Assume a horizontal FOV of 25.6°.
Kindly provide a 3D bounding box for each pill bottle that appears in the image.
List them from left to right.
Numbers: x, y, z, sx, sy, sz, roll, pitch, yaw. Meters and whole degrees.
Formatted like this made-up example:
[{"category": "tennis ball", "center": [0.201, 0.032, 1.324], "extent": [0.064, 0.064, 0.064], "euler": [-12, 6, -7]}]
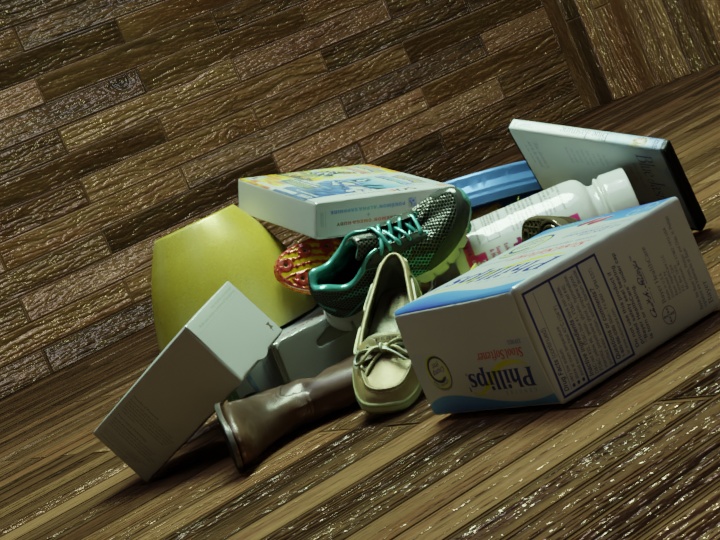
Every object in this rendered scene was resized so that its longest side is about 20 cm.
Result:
[{"category": "pill bottle", "center": [0.202, -0.027, 1.680], "extent": [0.198, 0.114, 0.113], "euler": [-23, 5, 6]}]

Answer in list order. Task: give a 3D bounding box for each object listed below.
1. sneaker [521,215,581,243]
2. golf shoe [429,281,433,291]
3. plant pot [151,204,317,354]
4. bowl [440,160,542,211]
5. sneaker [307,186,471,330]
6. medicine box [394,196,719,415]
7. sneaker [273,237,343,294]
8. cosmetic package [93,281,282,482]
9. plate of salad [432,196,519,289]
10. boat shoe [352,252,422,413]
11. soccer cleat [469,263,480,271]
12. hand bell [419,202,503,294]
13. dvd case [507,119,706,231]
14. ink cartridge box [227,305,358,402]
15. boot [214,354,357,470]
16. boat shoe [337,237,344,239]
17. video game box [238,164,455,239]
[{"category": "sneaker", "center": [0.240, -0.013, 1.554], "extent": [0.075, 0.071, 0.199], "euler": [-10, 19, -31]}, {"category": "golf shoe", "center": [0.112, -0.007, 1.969], "extent": [0.198, 0.098, 0.078], "euler": [-24, 7, 7]}, {"category": "plant pot", "center": [-0.161, 0.011, 1.807], "extent": [0.199, 0.143, 0.200], "euler": [-25, 5, 2]}, {"category": "bowl", "center": [0.141, -0.091, 1.902], "extent": [0.199, 0.040, 0.201], "euler": [-15, -4, -1]}, {"category": "sneaker", "center": [0.028, -0.019, 1.636], "extent": [0.200, 0.078, 0.091], "euler": [-41, -35, 8]}, {"category": "medicine box", "center": [0.164, 0.033, 1.335], "extent": [0.199, 0.104, 0.182], "euler": [-26, 6, -31]}, {"category": "sneaker", "center": [0.000, 0.000, 1.759], "extent": [0.198, 0.074, 0.077], "euler": [-5, -22, -15]}, {"category": "cosmetic package", "center": [-0.181, 0.118, 1.666], "extent": [0.200, 0.085, 0.108], "euler": [-48, 2, 34]}, {"category": "plate of salad", "center": [0.170, -0.027, 1.820], "extent": [0.198, 0.048, 0.200], "euler": [-21, -23, -9]}, {"category": "boat shoe", "center": [0.028, 0.061, 1.538], "extent": [0.072, 0.064, 0.201], "euler": [-5, 33, 14]}, {"category": "soccer cleat", "center": [0.116, 0.036, 1.596], "extent": [0.199, 0.084, 0.065], "euler": [-20, 7, 36]}, {"category": "hand bell", "center": [0.090, -0.017, 1.866], "extent": [0.199, 0.105, 0.104], "euler": [-36, -1, 27]}, {"category": "dvd case", "center": [0.269, -0.104, 1.731], "extent": [0.199, 0.143, 0.018], "euler": [12, 61, 38]}, {"category": "ink cartridge box", "center": [-0.064, 0.095, 1.781], "extent": [0.145, 0.088, 0.200], "euler": [-27, 5, -26]}, {"category": "boot", "center": [-0.039, 0.126, 1.568], "extent": [0.198, 0.065, 0.186], "euler": [-19, 8, 2]}, {"category": "boat shoe", "center": [-0.006, -0.047, 1.933], "extent": [0.074, 0.074, 0.200], "euler": [-18, -9, -6]}, {"category": "video game box", "center": [-0.017, -0.081, 1.803], "extent": [0.181, 0.047, 0.200], "euler": [-6, 13, -29]}]
